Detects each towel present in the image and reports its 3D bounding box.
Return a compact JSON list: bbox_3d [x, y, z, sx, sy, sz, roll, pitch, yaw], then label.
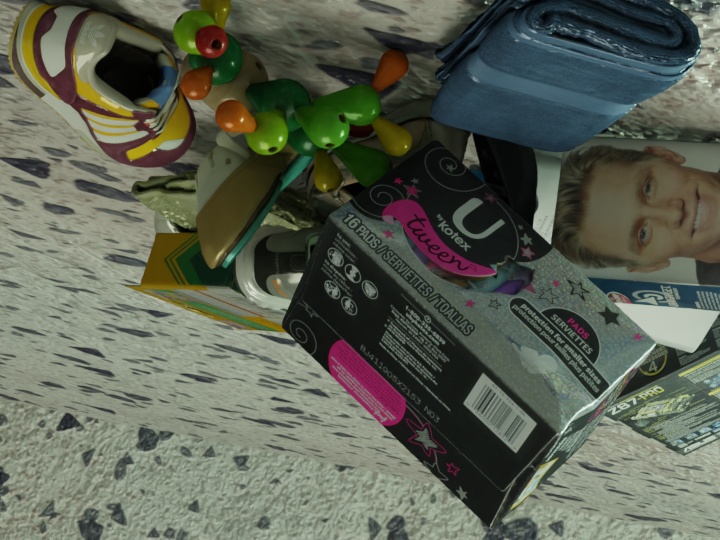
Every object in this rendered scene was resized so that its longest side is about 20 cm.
[{"bbox_3d":[-0.073,-0.036,1.458,0.200,0.037,0.148,24,165,-37],"label":"towel"},{"bbox_3d":[0.113,-0.121,1.039,0.111,0.049,0.200,15,166,-11],"label":"towel"}]

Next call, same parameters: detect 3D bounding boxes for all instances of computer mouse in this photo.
[{"bbox_3d":[0.119,-0.017,1.227,0.034,0.201,0.059,-19,-168,-8],"label":"computer mouse"}]

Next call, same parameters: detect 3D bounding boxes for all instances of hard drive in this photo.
[{"bbox_3d":[0.178,-0.018,1.307,0.199,0.025,0.132,16,127,-12],"label":"hard drive"}]

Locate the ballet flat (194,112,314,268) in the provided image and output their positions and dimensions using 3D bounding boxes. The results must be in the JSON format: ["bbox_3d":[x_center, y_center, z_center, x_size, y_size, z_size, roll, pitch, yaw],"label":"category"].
[{"bbox_3d":[-0.080,-0.065,1.225,0.063,0.200,0.069,38,120,-3],"label":"ballet flat"}]

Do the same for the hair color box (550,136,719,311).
[{"bbox_3d":[0.229,-0.029,1.181,0.199,0.100,0.061,4,165,19],"label":"hair color box"}]

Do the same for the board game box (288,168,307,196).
[{"bbox_3d":[0.031,-0.045,1.474,0.199,0.035,0.126,18,167,-22],"label":"board game box"}]

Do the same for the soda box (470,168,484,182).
[{"bbox_3d":[0.166,-0.017,1.390,0.199,0.068,0.064,14,168,-7],"label":"soda box"}]

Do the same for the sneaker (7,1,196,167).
[{"bbox_3d":[-0.155,-0.119,1.246,0.090,0.075,0.200,12,169,30],"label":"sneaker"}]

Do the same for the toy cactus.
[{"bbox_3d":[-0.060,-0.122,1.162,0.200,0.103,0.165,21,-176,-41],"label":"toy cactus"}]

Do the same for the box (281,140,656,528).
[{"bbox_3d":[0.068,0.039,1.170,0.200,0.115,0.132,43,143,13],"label":"box"}]

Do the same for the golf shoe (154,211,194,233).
[{"bbox_3d":[-0.092,-0.024,1.609,0.199,0.079,0.097,10,161,8],"label":"golf shoe"}]

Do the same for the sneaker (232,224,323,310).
[{"bbox_3d":[0.000,0.000,1.370,0.200,0.074,0.079,-2,180,-44],"label":"sneaker"}]

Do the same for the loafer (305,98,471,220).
[{"bbox_3d":[0.013,-0.062,1.291,0.072,0.063,0.200,13,159,-24],"label":"loafer"}]

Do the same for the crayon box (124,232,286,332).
[{"bbox_3d":[-0.096,0.011,1.499,0.125,0.052,0.200,22,168,-30],"label":"crayon box"}]

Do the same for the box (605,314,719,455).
[{"bbox_3d":[0.315,0.083,1.532,0.200,0.049,0.161,-30,147,28],"label":"box"}]
